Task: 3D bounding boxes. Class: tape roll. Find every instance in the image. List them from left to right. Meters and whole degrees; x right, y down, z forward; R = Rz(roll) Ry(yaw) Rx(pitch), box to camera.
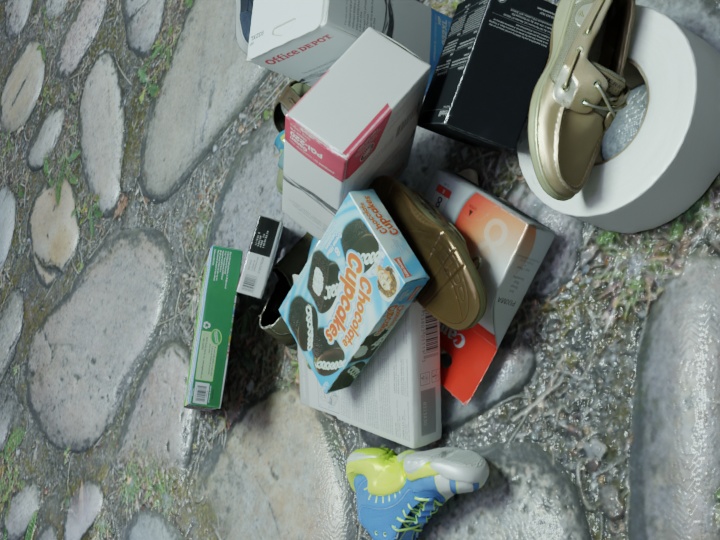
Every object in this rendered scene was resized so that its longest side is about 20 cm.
[{"bbox_3d":[0.243,-0.140,0.988,0.202,0.071,0.204,-20,63,46],"label":"tape roll"}]

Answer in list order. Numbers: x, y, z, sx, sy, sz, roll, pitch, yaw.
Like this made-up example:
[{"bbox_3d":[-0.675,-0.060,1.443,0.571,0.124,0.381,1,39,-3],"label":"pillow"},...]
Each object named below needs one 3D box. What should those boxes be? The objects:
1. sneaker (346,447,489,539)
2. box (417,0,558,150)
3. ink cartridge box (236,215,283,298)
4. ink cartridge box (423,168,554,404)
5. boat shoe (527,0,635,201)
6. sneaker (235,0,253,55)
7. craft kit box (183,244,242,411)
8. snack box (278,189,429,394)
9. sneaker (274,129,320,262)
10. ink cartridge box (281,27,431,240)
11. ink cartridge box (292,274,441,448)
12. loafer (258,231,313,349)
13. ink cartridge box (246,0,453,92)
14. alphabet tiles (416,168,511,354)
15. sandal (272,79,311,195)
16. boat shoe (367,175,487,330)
[{"bbox_3d":[0.061,0.237,1.093,0.200,0.075,0.106,-10,83,55],"label":"sneaker"},{"bbox_3d":[0.125,-0.200,1.073,0.200,0.079,0.142,-121,53,-81],"label":"box"},{"bbox_3d":[-0.123,-0.018,1.330,0.200,0.037,0.095,-166,92,-88],"label":"ink cartridge box"},{"bbox_3d":[0.096,0.012,1.108,0.162,0.050,0.201,39,105,49],"label":"ink cartridge box"},{"bbox_3d":[0.201,-0.161,0.937,0.065,0.072,0.201,-1,72,51],"label":"boat shoe"},{"bbox_3d":[-0.130,-0.426,1.507,0.146,0.077,0.203,-33,64,53],"label":"sneaker"},{"bbox_3d":[-0.195,0.082,1.388,0.197,0.048,0.201,152,126,-75],"label":"craft kit box"},{"bbox_3d":[-0.012,0.025,1.100,0.116,0.037,0.200,58,138,24],"label":"snack box"},{"bbox_3d":[-0.055,-0.095,1.247,0.080,0.130,0.201,111,180,-64],"label":"sneaker"},{"bbox_3d":[-0.009,-0.134,1.120,0.085,0.200,0.146,35,67,13],"label":"ink cartridge box"},{"bbox_3d":[0.006,0.091,1.165,0.200,0.050,0.162,13,109,50],"label":"ink cartridge box"},{"bbox_3d":[-0.066,0.003,1.308,0.075,0.069,0.201,33,103,50],"label":"loafer"},{"bbox_3d":[-0.008,-0.265,1.224,0.145,0.199,0.084,-11,70,48],"label":"ink cartridge box"},{"bbox_3d":[0.092,-0.005,1.168,0.200,0.015,0.197,-23,61,44],"label":"alphabet tiles"},{"bbox_3d":[-0.085,-0.198,1.406,0.080,0.057,0.202,-5,74,49],"label":"sandal"},{"bbox_3d":[0.076,-0.022,1.071,0.073,0.062,0.200,-51,52,28],"label":"boat shoe"}]
